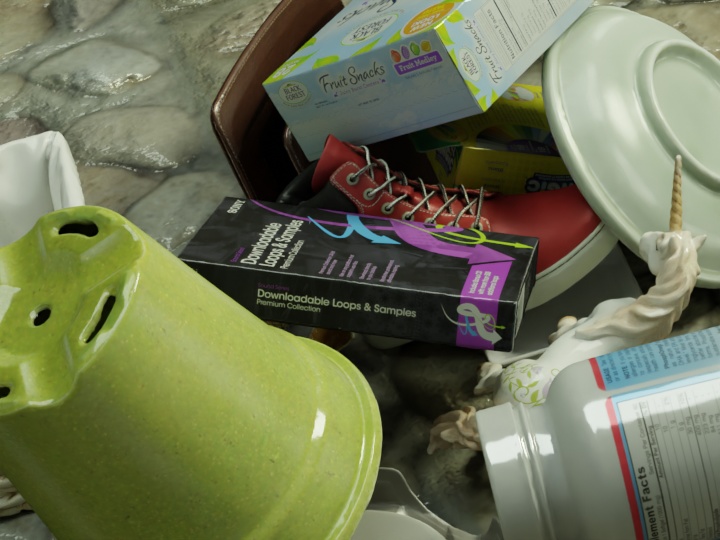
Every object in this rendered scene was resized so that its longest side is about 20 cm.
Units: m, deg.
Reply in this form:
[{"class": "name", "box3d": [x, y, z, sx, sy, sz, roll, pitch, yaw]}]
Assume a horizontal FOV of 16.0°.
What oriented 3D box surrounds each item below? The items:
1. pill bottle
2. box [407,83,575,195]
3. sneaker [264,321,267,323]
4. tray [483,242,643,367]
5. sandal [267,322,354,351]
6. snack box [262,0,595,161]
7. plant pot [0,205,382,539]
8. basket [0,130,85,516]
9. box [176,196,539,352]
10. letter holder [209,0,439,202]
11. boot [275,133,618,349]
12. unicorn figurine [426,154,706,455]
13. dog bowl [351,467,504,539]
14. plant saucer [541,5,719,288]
[{"class": "pill bottle", "box3d": [0.165, 0.090, 1.342, 0.199, 0.109, 0.109, -14, 33, 2]}, {"class": "box", "box3d": [0.119, -0.080, 1.688, 0.199, 0.049, 0.117, 8, 26, -15]}, {"class": "sneaker", "box3d": [-0.071, 0.075, 1.507, 0.084, 0.075, 0.200, -37, 36, -6]}, {"class": "tray", "box3d": [0.116, 0.001, 1.665, 0.107, 0.022, 0.200, -17, 33, 0]}, {"class": "sandal", "box3d": [-0.039, 0.049, 1.617, 0.069, 0.078, 0.212, -1, 43, 12]}, {"class": "snack box", "box3d": [0.060, -0.161, 1.631, 0.168, 0.068, 0.200, -13, 27, 47]}, {"class": "plant pot", "box3d": [-0.119, 0.069, 1.352, 0.200, 0.184, 0.201, -22, 44, 22]}, {"class": "basket", "box3d": [-0.251, 0.042, 1.627, 0.197, 0.161, 0.200, -17, 33, -3]}, {"class": "box", "box3d": [0.000, 0.000, 1.510, 0.199, 0.036, 0.143, 6, 17, 7]}, {"class": "letter holder", "box3d": [-0.003, -0.117, 1.764, 0.100, 0.143, 0.200, -10, 31, 32]}, {"class": "boot", "box3d": [0.051, -0.040, 1.592, 0.199, 0.145, 0.073, -20, 32, 25]}, {"class": "unicorn figurine", "box3d": [0.132, 0.043, 1.494, 0.200, 0.074, 0.137, -51, 5, -15]}, {"class": "dog bowl", "box3d": [-0.011, 0.193, 1.396, 0.199, 0.059, 0.200, -11, 33, 7]}, {"class": "plant saucer", "box3d": [0.201, -0.088, 1.608, 0.050, 0.200, 0.200, -36, 16, 40]}]
